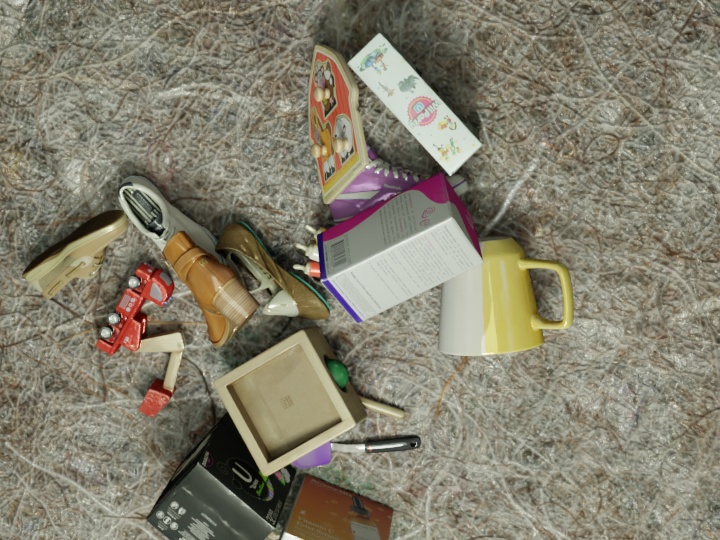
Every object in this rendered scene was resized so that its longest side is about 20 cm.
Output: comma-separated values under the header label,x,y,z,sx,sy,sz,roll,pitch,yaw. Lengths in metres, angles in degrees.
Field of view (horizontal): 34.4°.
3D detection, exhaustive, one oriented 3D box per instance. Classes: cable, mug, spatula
label,x,y,z,sx,sy,sz,roll,pitch,yaw
cable,0.000,0.000,1.685,0.200,0.050,0.097,18,117,-1
mug,0.196,0.030,1.636,0.186,0.149,0.154,-5,94,1
spatula,-0.008,0.269,1.765,0.199,0.021,0.057,-4,102,5

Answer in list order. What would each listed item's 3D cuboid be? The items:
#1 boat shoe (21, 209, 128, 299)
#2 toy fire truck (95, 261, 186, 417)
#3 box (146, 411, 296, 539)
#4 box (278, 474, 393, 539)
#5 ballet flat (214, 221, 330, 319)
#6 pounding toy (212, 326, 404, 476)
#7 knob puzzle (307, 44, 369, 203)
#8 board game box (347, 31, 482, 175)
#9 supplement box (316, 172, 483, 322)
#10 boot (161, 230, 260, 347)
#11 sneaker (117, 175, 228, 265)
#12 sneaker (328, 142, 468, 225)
label,x,y,z,sx,sy,sz,roll,pitch,yaw
boat shoe,-0.405,-0.023,1.705,0.200,0.071,0.065,-28,112,27
toy fire truck,-0.313,0.102,1.739,0.141,0.049,0.200,30,103,-3
box,-0.198,0.327,1.704,0.148,0.200,0.124,41,105,-6
box,-0.045,0.410,1.710,0.152,0.200,0.107,21,106,0
ballet flat,-0.134,0.017,1.685,0.200,0.068,0.072,46,59,-6
pounding toy,-0.071,0.189,1.709,0.200,0.142,0.184,-30,85,9
knob puzzle,-0.047,-0.210,1.575,0.030,0.220,0.220,-7,104,-20
board game box,0.075,-0.229,1.574,0.064,0.148,0.200,-43,96,12
supplement box,0.052,-0.030,1.583,0.200,0.101,0.103,-27,129,17
boot,-0.225,0.026,1.655,0.155,0.200,0.077,45,74,0
sneaker,-0.278,-0.054,1.686,0.200,0.071,0.073,42,103,-5
sneaker,0.046,-0.131,1.641,0.200,0.073,0.115,-13,99,8
